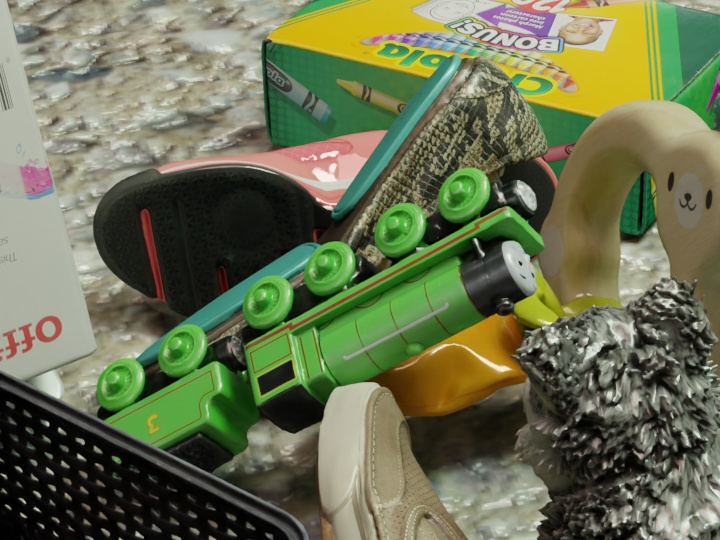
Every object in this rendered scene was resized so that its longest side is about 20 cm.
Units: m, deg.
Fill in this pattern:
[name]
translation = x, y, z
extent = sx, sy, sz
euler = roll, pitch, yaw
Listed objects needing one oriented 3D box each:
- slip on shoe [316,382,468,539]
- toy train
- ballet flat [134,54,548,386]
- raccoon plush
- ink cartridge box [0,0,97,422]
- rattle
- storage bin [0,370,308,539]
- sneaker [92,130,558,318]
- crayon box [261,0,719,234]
[slip on shoe]
translation = 0.020, 0.113, 0.997
extent = 0.061, 0.076, 0.200
euler = -8, 34, 5
[toy train]
translation = -0.017, 0.027, 1.089
extent = 0.200, 0.042, 0.056
euler = -28, 51, 20
[ballet flat]
translation = 0.000, 0.000, 1.173
extent = 0.200, 0.075, 0.068
euler = -44, 8, -6
[raccoon plush]
translation = 0.128, 0.089, 0.972
extent = 0.097, 0.134, 0.200
euler = -29, 40, -36
[ink cartridge box]
translation = -0.202, -0.024, 1.144
extent = 0.128, 0.200, 0.125
euler = -20, 18, -27
[rattle]
translation = 0.087, -0.026, 1.087
extent = 0.143, 0.200, 0.130
euler = 14, 59, -15
[storage bin]
translation = -0.124, 0.122, 0.978
extent = 0.200, 0.094, 0.135
euler = 22, 39, 36
[sneaker]
translation = -0.017, -0.022, 1.251
extent = 0.200, 0.074, 0.087
euler = -5, 15, -8
[crayon box]
translation = 0.069, -0.088, 1.342
extent = 0.200, 0.058, 0.119
euler = 15, 35, 27
